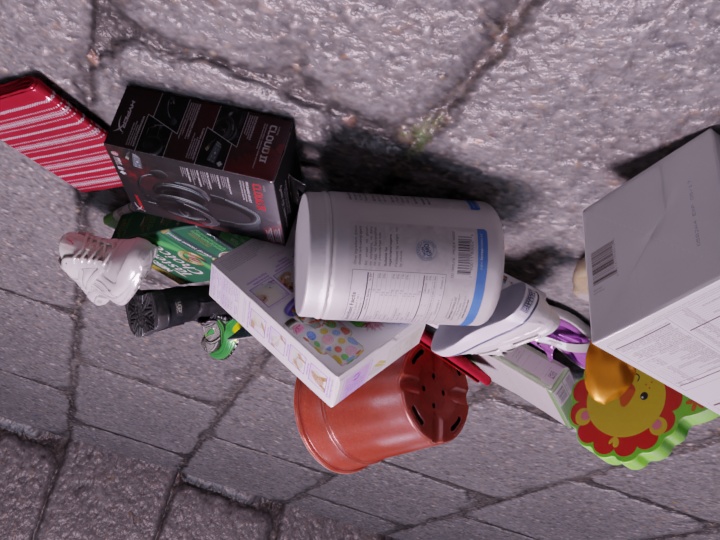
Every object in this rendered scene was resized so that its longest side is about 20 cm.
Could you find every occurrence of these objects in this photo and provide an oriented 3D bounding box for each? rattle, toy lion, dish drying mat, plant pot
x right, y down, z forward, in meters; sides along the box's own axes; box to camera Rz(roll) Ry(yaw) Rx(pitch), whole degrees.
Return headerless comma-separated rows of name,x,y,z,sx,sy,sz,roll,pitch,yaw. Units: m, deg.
rattle,0.283,0.041,1.075,0.130,0.143,0.200,36,162,-2
toy lion,0.333,0.128,1.165,0.199,0.193,0.069,-6,150,41
dish drying mat,0.094,0.096,1.408,0.200,0.018,0.077,34,-174,-29
plant pot,0.040,0.187,1.509,0.195,0.202,0.200,-17,142,42

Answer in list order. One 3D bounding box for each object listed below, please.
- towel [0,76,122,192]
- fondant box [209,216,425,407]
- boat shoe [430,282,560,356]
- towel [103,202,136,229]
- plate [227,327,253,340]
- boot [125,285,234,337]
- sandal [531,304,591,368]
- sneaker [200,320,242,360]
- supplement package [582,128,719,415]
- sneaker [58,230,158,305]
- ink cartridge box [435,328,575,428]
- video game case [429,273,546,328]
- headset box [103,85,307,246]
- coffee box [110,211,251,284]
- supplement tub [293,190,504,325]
towel,-0.340,-0.151,1.175,0.144,0.023,0.200,-4,152,35
fondant box,-0.047,0.035,1.124,0.200,0.144,0.058,39,141,24
boat shoe,0.153,0.073,1.199,0.065,0.074,0.200,35,156,-15
towel,-0.228,-0.057,1.322,0.149,0.031,0.199,31,155,-28
plate,-0.088,0.070,1.437,0.199,0.026,0.200,-9,177,0
boot,-0.206,0.042,1.410,0.199,0.066,0.165,-11,-174,-29
sandal,0.258,0.093,1.317,0.202,0.050,0.082,30,153,-30
sneaker,-0.210,0.068,1.552,0.085,0.078,0.200,25,148,-6
supplement package,0.322,0.013,0.913,0.199,0.153,0.150,27,138,-27
sneaker,-0.318,-0.010,1.254,0.099,0.078,0.200,37,151,-23
ink cartridge box,0.212,0.134,1.450,0.199,0.048,0.146,31,168,33
video game case,0.109,0.028,1.267,0.181,0.024,0.200,26,156,-4
headset box,-0.149,-0.105,1.086,0.199,0.078,0.149,14,157,6
coffee box,-0.204,-0.032,1.260,0.199,0.044,0.123,-5,149,46
supplement tub,0.036,-0.012,1.057,0.198,0.133,0.132,3,159,-10
